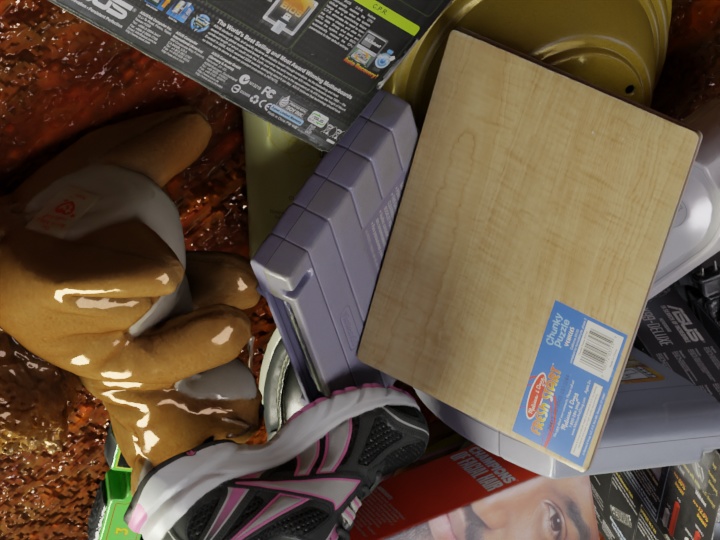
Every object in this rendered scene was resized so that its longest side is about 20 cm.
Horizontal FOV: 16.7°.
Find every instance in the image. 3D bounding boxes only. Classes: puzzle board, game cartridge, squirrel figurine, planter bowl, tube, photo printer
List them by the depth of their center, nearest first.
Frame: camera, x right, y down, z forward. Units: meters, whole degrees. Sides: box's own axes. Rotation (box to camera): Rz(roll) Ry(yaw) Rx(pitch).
[{"bbox_3d":[0.088,-0.011,1.308,0.017,0.150,0.200,-23,133,-57],"label":"puzzle board"},{"bbox_3d":[-0.146,0.040,1.330,0.199,0.142,0.187,-13,129,6],"label":"squirrel figurine"},{"bbox_3d":[-0.037,-0.082,1.341,0.058,0.052,0.200,-43,142,-51],"label":"tube"},{"bbox_3d":[0.100,-0.104,1.364,0.200,0.084,0.201,-13,130,-16],"label":"planter bowl"},{"bbox_3d":[0.000,0.000,1.366,0.130,0.038,0.200,-59,157,-23],"label":"game cartridge"},{"bbox_3d":[0.159,-0.025,1.380,0.200,0.070,0.166,-37,178,31],"label":"photo printer"},{"bbox_3d":[0.110,0.069,1.432,0.133,0.200,0.042,0,106,-24],"label":"game cartridge"}]

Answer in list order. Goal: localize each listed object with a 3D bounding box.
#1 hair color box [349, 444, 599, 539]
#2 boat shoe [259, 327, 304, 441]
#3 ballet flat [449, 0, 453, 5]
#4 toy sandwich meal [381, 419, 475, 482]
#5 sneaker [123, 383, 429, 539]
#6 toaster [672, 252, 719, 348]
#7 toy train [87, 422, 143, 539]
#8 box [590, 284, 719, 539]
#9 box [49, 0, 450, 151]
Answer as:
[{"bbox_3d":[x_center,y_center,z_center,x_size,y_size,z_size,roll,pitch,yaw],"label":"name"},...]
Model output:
[{"bbox_3d":[0.038,0.176,1.408,0.200,0.064,0.111,-21,116,-18],"label":"hair color box"},{"bbox_3d":[-0.021,0.110,1.488,0.072,0.068,0.200,-10,128,-16],"label":"boat shoe"},{"bbox_3d":[-0.036,-0.156,1.266,0.199,0.046,0.068,3,102,-21],"label":"ballet flat"},{"bbox_3d":[0.058,0.149,1.525,0.205,0.070,0.205,-43,148,-36],"label":"toy sandwich meal"},{"bbox_3d":[-0.034,0.131,1.334,0.200,0.086,0.080,-20,157,-39],"label":"sneaker"},{"bbox_3d":[0.278,0.033,1.541,0.129,0.114,0.200,-29,131,-7],"label":"toaster"},{"bbox_3d":[-0.120,0.093,1.445,0.056,0.042,0.200,8,122,-15],"label":"toy train"},{"bbox_3d":[0.188,0.115,1.501,0.050,0.200,0.158,-7,127,-19],"label":"box"},{"bbox_3d":[-0.034,-0.176,1.198,0.200,0.048,0.193,26,108,-38],"label":"box"}]
